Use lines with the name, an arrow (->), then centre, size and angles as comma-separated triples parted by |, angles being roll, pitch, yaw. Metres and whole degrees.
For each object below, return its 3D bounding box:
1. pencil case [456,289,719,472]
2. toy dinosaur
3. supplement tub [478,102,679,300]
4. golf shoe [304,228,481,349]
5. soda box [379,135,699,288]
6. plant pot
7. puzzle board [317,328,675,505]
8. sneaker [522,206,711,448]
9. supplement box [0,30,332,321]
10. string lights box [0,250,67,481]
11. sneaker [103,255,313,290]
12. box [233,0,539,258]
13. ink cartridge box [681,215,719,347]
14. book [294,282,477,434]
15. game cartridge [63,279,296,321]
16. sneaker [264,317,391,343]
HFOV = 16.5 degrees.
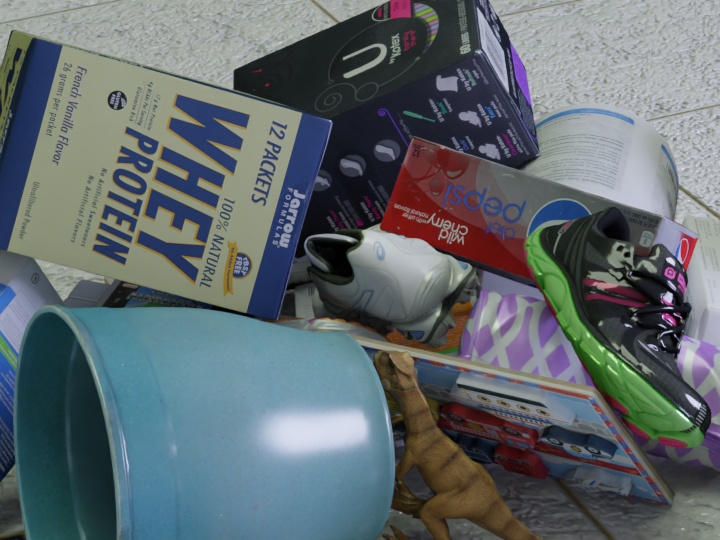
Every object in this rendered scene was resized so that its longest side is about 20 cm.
pencil case -> 0.153, 0.070, 1.573 | 0.200, 0.084, 0.086 | 12, 17, 4
toy dinosaur -> 0.064, 0.138, 1.493 | 0.106, 0.200, 0.060 | -39, 10, 36
supplement tub -> 0.159, -0.029, 1.780 | 0.132, 0.132, 0.200 | 0, 25, 12
golf shoe -> 0.000, 0.000, 1.646 | 0.078, 0.097, 0.200 | -61, 18, -16
soda box -> 0.116, -0.025, 1.632 | 0.200, 0.070, 0.063 | 20, 0, 32
plant pot -> -0.089, 0.112, 1.474 | 0.188, 0.200, 0.200 | -5, 22, -24
puzzle board -> 0.082, 0.094, 1.539 | 0.200, 0.151, 0.017 | 11, 67, 33
sneaker -> 0.164, 0.026, 1.491 | 0.084, 0.077, 0.200 | -31, 45, 4
supplement box -> -0.145, -0.066, 1.626 | 0.200, 0.134, 0.200 | 15, 4, -14
string lights box -> -0.261, 0.090, 1.556 | 0.059, 0.103, 0.200 | 16, 58, 38
sneaker -> -0.096, -0.026, 1.860 | 0.200, 0.088, 0.076 | -3, -7, 1
box -> 0.016, -0.115, 1.799 | 0.200, 0.106, 0.122 | -23, 35, 14
ink cartridge box -> 0.325, 0.029, 1.745 | 0.200, 0.050, 0.161 | 13, 24, -4
book -> 0.021, 0.051, 1.742 | 0.133, 0.048, 0.200 | -9, 24, 2
game cartridge -> -0.143, 0.066, 1.717 | 0.200, 0.038, 0.130 | 9, 50, 30
sneaker -> -0.069, 0.083, 1.615 | 0.200, 0.076, 0.092 | 0, 68, -2
